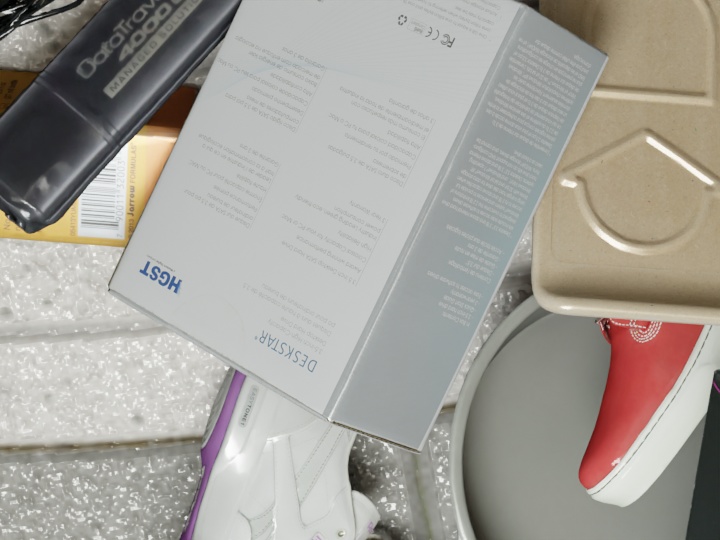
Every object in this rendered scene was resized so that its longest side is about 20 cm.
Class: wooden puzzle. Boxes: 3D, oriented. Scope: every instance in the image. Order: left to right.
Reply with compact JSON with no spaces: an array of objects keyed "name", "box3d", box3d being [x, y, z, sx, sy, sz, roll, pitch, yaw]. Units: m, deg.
[{"name":"wooden puzzle","box3d":[0.169,-0.065,1.238,0.184,0.046,0.202,4,71,-7]}]

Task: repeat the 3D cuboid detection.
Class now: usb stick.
[{"name":"usb stick","box3d":[-0.103,-0.103,1.245,0.055,0.033,0.200,39,80,14]}]

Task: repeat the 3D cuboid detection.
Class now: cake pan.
[{"name":"cake pan","box3d":[0.132,0.098,1.313,0.199,0.037,0.202,2,82,-17]}]

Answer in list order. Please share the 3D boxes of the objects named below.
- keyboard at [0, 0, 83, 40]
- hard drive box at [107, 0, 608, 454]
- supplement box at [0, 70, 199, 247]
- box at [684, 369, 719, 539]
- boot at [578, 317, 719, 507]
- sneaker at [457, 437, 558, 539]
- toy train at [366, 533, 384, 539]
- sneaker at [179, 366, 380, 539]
[{"name":"keyboard","box3d":[-0.205,-0.131,1.245,0.200,0.040,0.104,-42,125,-13]},{"name":"hard drive box","box3d":[-0.004,-0.043,1.215,0.077,0.155,0.201,23,94,-52]},{"name":"supplement box","box3d":[-0.178,-0.057,1.294,0.198,0.067,0.069,7,114,-1]},{"name":"box","box3d":[0.248,0.147,1.201,0.198,0.149,0.125,6,150,14]},{"name":"boot","box3d":[0.114,-0.001,1.268,0.144,0.072,0.201,30,70,-9]},{"name":"sneaker","box3d":[0.109,0.187,1.352,0.075,0.115,0.201,-22,126,-33]},{"name":"toy train","box3d":[0.006,0.220,1.340,0.200,0.115,0.085,51,144,16]},{"name":"sneaker","box3d":[-0.045,0.143,1.334,0.099,0.075,0.201,19,84,-10]}]
